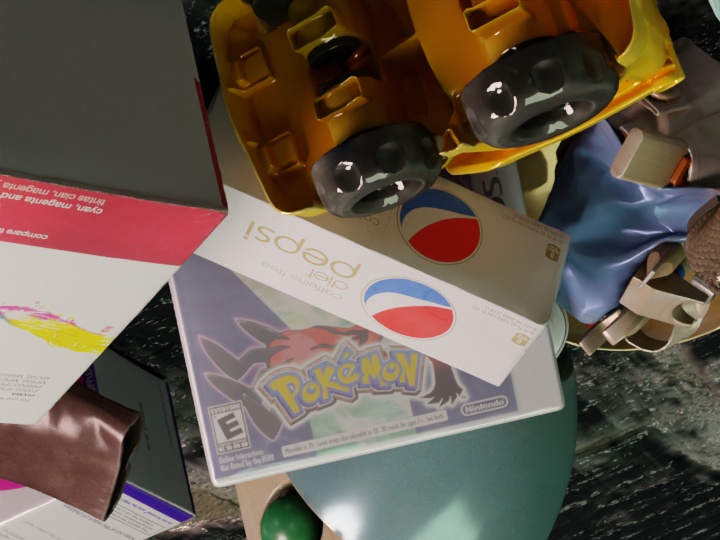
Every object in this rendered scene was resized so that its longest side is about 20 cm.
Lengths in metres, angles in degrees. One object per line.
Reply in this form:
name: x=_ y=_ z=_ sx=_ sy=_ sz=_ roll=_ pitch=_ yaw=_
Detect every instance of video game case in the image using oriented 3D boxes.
video game case: x=-0.002 y=0.007 z=1.002 sx=0.199 sy=0.184 sz=0.023 roll=-12 pitch=-178 yaw=-5

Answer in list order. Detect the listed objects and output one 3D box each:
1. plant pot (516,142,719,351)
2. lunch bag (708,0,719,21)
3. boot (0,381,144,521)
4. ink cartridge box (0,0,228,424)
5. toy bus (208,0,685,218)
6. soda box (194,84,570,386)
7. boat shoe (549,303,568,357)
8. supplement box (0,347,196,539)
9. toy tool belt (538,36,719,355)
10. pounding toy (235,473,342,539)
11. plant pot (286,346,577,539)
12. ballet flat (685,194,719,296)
plant pot: x=0.166 y=-0.032 z=1.105 sx=0.198 sy=0.028 sz=0.201 roll=-1 pitch=131 yaw=-1
lunch bag: x=0.201 y=-0.141 z=0.861 sx=0.077 sy=0.161 sz=0.200 roll=-28 pitch=149 yaw=20
boot: x=-0.221 y=0.106 z=1.078 sx=0.166 sy=0.072 sz=0.200 roll=31 pitch=135 yaw=4
ink cartridge box: x=-0.181 y=-0.040 z=0.856 sx=0.144 sy=0.146 sz=0.200 roll=8 pitch=142 yaw=-36
toy bus: x=0.055 y=-0.107 z=0.901 sx=0.199 sy=0.137 sz=0.192 roll=-26 pitch=165 yaw=21
soda box: x=0.002 y=-0.017 z=0.947 sx=0.199 sy=0.064 sz=0.068 roll=23 pitch=144 yaw=-6
boat shoe: x=0.030 y=0.063 z=1.051 sx=0.199 sy=0.074 sz=0.065 roll=-24 pitch=-175 yaw=-4
supplement box: x=-0.222 y=0.138 z=1.181 sx=0.199 sy=0.102 sz=0.103 roll=-26 pitch=149 yaw=16
toy tool belt: x=0.143 y=-0.020 z=1.007 sx=0.123 sy=0.125 sz=0.201 roll=-36 pitch=155 yaw=-42
pounding toy: x=0.011 y=0.189 z=1.299 sx=0.142 sy=0.185 sz=0.199 roll=-36 pitch=145 yaw=31
plant pot: x=0.059 y=0.086 z=1.166 sx=0.199 sy=0.200 sz=0.135 roll=12 pitch=123 yaw=-40
ballet flat: x=0.198 y=-0.035 z=0.853 sx=0.067 sy=0.047 sz=0.200 roll=6 pitch=156 yaw=-9
